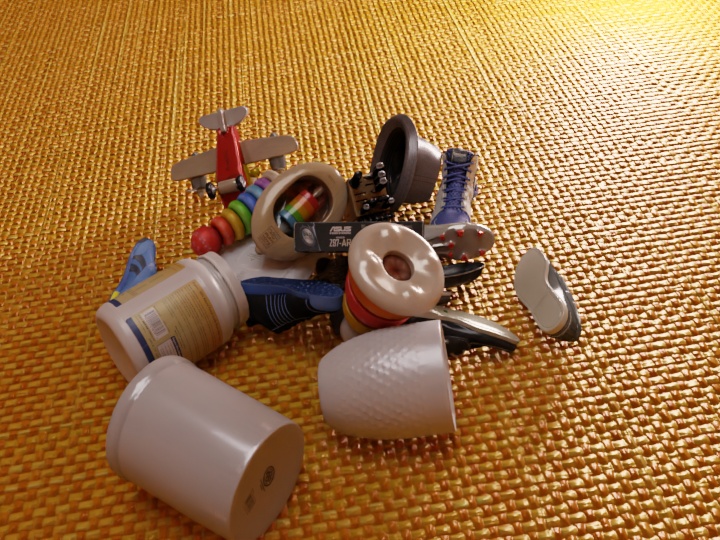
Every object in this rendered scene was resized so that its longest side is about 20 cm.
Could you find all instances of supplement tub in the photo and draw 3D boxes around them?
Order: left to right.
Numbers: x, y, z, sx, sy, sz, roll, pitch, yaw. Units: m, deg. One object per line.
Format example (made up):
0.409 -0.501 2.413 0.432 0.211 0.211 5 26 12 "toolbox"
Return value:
-0.280 0.073 1.237 0.198 0.147 0.143 -32 47 -28 "supplement tub"

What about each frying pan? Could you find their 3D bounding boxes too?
0.112 0.014 1.310 0.185 0.032 0.115 -14 9 -18 "frying pan"

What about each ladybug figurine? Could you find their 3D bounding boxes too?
-0.108 -0.097 1.396 0.199 0.072 0.137 -41 95 -19 "ladybug figurine"

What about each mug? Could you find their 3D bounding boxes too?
0.036 0.145 1.132 0.170 0.151 0.201 -9 18 7 "mug"

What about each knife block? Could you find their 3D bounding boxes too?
0.008 -0.139 1.423 0.062 0.179 0.202 -12 40 -10 "knife block"

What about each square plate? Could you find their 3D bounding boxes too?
-0.179 -0.013 1.414 0.196 0.029 0.199 17 45 24 "square plate"

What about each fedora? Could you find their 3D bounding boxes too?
0.089 -0.187 1.495 0.088 0.182 0.200 10 10 -18 "fedora"

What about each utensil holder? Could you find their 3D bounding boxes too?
-0.191 0.224 1.037 0.196 0.173 0.170 21 46 24 "utensil holder"

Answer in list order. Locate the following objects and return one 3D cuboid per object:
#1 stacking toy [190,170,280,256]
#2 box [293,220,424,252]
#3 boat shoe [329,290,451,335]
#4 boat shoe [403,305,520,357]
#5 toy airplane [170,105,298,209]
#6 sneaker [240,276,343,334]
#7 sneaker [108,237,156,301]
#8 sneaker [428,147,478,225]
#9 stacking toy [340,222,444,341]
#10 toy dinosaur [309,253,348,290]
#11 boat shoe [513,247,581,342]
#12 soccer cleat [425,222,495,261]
-0.209 -0.088 1.429 0.085 0.087 0.199 31 58 35 "stacking toy"
0.002 -0.050 1.274 0.194 0.045 0.160 0 0 5 "box"
0.047 0.065 1.288 0.194 0.059 0.067 -5 4 -4 "boat shoe"
0.140 0.096 1.233 0.195 0.069 0.072 12 12 1 "boat shoe"
-0.239 -0.206 1.555 0.198 0.141 0.201 32 81 23 "toy airplane"
-0.104 0.058 1.256 0.196 0.080 0.069 6 16 38 "sneaker"
-0.361 0.026 1.369 0.076 0.067 0.203 8 42 -2 "sneaker"
0.166 -0.150 1.463 0.078 0.117 0.202 5 42 14 "sneaker"
0.022 0.043 1.180 0.143 0.201 0.149 13 52 -17 "stacking toy"
0.000 0.000 1.286 0.194 0.079 0.102 -8 11 4 "toy dinosaur"
0.295 0.040 1.290 0.061 0.073 0.202 31 25 -24 "boat shoe"
0.128 -0.051 1.387 0.194 0.071 0.078 -9 28 6 "soccer cleat"
